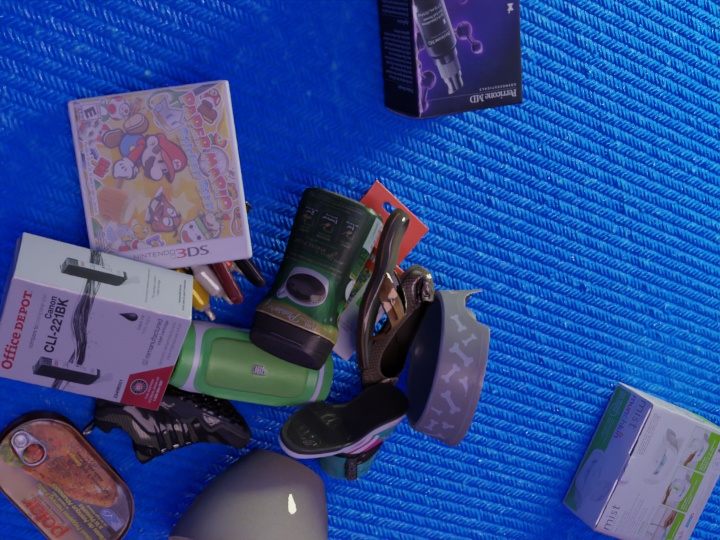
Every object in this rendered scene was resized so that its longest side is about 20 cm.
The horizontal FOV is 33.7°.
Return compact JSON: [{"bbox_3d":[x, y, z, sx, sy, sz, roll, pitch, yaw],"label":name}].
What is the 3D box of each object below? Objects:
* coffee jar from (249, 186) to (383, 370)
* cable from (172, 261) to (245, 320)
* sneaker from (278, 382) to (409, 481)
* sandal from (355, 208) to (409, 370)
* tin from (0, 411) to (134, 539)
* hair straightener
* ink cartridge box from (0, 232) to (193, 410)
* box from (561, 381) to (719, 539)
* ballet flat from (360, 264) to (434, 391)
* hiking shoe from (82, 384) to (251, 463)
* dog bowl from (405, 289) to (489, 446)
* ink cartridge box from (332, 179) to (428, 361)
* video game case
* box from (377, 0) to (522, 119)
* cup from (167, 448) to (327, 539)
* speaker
[{"bbox_3d":[-0.054,0.011,1.399,0.103,0.085,0.202,21,81,7],"label":"coffee jar"},{"bbox_3d":[-0.219,-0.033,1.390,0.199,0.050,0.098,38,83,-26],"label":"cable"},{"bbox_3d":[-0.036,0.217,1.494,0.199,0.084,0.121,-13,142,-41],"label":"sneaker"},{"bbox_3d":[0.035,0.027,1.439,0.054,0.082,0.202,17,91,7],"label":"sandal"},{"bbox_3d":[-0.355,0.255,1.420,0.112,0.042,0.201,-40,116,-12],"label":"tin"},{"bbox_3d":[-0.167,-0.064,1.390,0.077,0.041,0.201,-33,95,-26],"label":"hair straightener"},{"bbox_3d":[-0.301,0.059,1.322,0.198,0.084,0.145,15,123,-16],"label":"ink cartridge box"},{"bbox_3d":[0.419,0.292,1.723,0.175,0.097,0.202,21,96,-26],"label":"box"},{"bbox_3d":[0.051,0.085,1.508,0.067,0.046,0.202,-13,132,-48],"label":"ballet flat"},{"bbox_3d":[-0.232,0.188,1.442,0.198,0.076,0.102,23,104,-17],"label":"hiking shoe"},{"bbox_3d":[0.106,0.117,1.494,0.058,0.200,0.203,12,100,-9],"label":"dog bowl"},{"bbox_3d":[0.000,0.000,1.491,0.109,0.050,0.201,40,88,-26],"label":"ink cartridge box"},{"bbox_3d":[-0.224,-0.102,1.336,0.179,0.023,0.203,-8,97,-2],"label":"video game case"},{"bbox_3d":[0.107,-0.293,1.424,0.146,0.104,0.203,-13,109,-20],"label":"box"},{"bbox_3d":[-0.117,0.308,1.467,0.200,0.199,0.144,38,63,-27],"label":"cup"},{"bbox_3d":[-0.136,0.115,1.447,0.198,0.088,0.090,11,100,-25],"label":"speaker"}]
